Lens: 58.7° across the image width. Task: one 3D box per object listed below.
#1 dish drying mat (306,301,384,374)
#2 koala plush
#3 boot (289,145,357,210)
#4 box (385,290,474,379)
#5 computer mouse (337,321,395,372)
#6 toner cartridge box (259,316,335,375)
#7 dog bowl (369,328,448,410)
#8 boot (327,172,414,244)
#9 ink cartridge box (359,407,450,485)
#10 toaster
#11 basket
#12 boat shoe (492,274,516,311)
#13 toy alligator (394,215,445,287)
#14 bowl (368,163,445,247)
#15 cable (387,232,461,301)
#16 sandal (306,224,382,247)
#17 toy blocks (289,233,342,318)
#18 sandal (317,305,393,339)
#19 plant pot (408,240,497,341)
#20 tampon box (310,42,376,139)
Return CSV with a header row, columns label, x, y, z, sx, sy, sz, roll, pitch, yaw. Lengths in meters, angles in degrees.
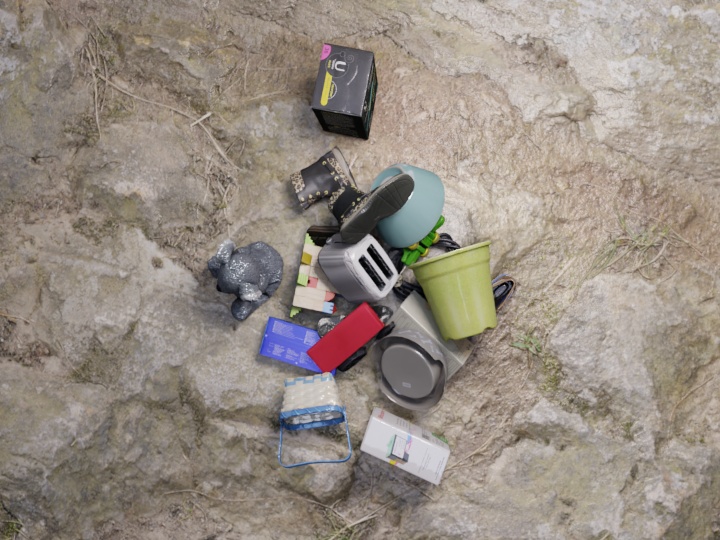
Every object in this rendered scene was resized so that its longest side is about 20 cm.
label,x,y,z,sx,sy,sz,roll,pitch,yaw
dish drying mat,-0.036,0.163,1.521,0.199,0.018,0.077,-41,96,19
koala plush,-0.281,0.005,1.532,0.181,0.200,0.180,-31,84,2
boot,-0.080,-0.190,1.589,0.147,0.073,0.205,-24,81,2
box,0.164,0.157,1.526,0.200,0.078,0.095,44,135,5
computer mouse,0.010,0.179,1.542,0.199,0.058,0.034,-43,70,24
toner cartridge box,-0.145,0.187,1.588,0.194,0.043,0.098,16,87,6
dog bowl,0.118,0.228,1.506,0.196,0.059,0.205,18,125,26
boot,0.016,-0.167,1.446,0.203,0.154,0.074,-41,125,5
ink cartridge box,0.104,0.408,1.501,0.195,0.145,0.086,23,89,6
toaster,0.000,0.000,1.505,0.114,0.128,0.202,-48,113,-28
basket,-0.109,0.356,1.517,0.171,0.140,0.205,-5,59,5
boat shoe,0.295,0.083,1.539,0.072,0.072,0.201,42,91,6
toy alligator,0.127,-0.055,1.528,0.202,0.059,0.054,-54,44,7
bowl,0.091,-0.168,1.504,0.197,0.104,0.206,-22,55,34
cable,0.167,-0.004,1.567,0.194,0.051,0.168,-15,85,3
sandal,-0.037,-0.086,1.589,0.194,0.083,0.056,9,52,16
toy blocks,-0.089,0.027,1.575,0.133,0.100,0.206,12,78,-7
sandal,-0.009,0.129,1.555,0.194,0.048,0.077,-12,67,-11
plant pot,0.224,0.052,1.445,0.195,0.200,0.190,-16,87,4
tampon box,-0.034,-0.423,1.535,0.122,0.200,0.155,11,87,6
